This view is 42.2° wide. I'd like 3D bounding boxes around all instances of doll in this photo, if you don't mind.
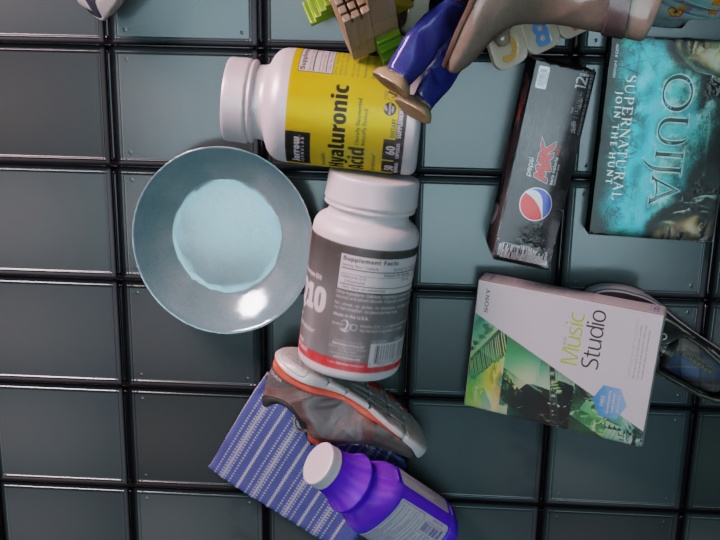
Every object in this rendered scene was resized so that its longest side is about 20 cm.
[{"bbox_3d":[0.091,-0.238,0.837,0.202,0.048,0.136,-55,135,-5],"label":"doll"}]

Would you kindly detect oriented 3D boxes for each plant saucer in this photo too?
[{"bbox_3d":[-0.145,-0.034,1.006,0.196,0.039,0.206,1,105,4],"label":"plant saucer"}]

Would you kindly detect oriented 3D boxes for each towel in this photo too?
[{"bbox_3d":[-0.061,0.225,1.083,0.198,0.024,0.146,32,106,-3],"label":"towel"}]

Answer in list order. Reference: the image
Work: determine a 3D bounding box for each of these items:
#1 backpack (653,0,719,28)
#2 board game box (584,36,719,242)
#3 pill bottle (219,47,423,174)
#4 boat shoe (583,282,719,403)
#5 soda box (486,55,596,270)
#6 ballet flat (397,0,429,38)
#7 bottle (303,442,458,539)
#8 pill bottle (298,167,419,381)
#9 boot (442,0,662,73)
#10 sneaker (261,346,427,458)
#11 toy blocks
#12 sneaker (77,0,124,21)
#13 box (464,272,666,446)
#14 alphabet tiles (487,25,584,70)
[{"bbox_3d":[0.267,-0.301,0.853,0.196,0.127,0.170,20,95,-18],"label":"backpack"},{"bbox_3d":[0.309,-0.134,0.958,0.132,0.028,0.205,4,105,3],"label":"board game box"},{"bbox_3d":[-0.036,-0.161,0.928,0.195,0.111,0.114,6,106,2],"label":"pill bottle"},{"bbox_3d":[0.324,0.078,0.999,0.197,0.057,0.070,28,105,-5],"label":"boat shoe"},{"bbox_3d":[0.181,-0.110,0.949,0.062,0.071,0.205,11,106,-1],"label":"soda box"},{"bbox_3d":[0.089,-0.290,0.911,0.075,0.064,0.202,31,104,-5],"label":"ballet flat"},{"bbox_3d":[0.021,0.254,1.027,0.083,0.066,0.199,-42,122,17],"label":"bottle"},{"bbox_3d":[0.000,0.000,0.968,0.111,0.114,0.205,8,105,1],"label":"pill bottle"},{"bbox_3d":[0.172,-0.229,0.770,0.144,0.070,0.203,26,106,-1],"label":"boot"},{"bbox_3d":[-0.021,0.162,1.032,0.197,0.077,0.083,30,104,-3],"label":"sneaker"},{"bbox_3d":[-0.018,-0.294,0.840,0.098,0.137,0.204,-23,75,0],"label":"toy blocks"},{"bbox_3d":[-0.244,-0.361,0.902,0.129,0.080,0.199,37,114,-15],"label":"sneaker"},{"bbox_3d":[0.213,0.093,0.992,0.196,0.036,0.148,11,107,21],"label":"box"},{"bbox_3d":[0.149,-0.304,0.885,0.197,0.015,0.199,-27,110,-15],"label":"alphabet tiles"}]
